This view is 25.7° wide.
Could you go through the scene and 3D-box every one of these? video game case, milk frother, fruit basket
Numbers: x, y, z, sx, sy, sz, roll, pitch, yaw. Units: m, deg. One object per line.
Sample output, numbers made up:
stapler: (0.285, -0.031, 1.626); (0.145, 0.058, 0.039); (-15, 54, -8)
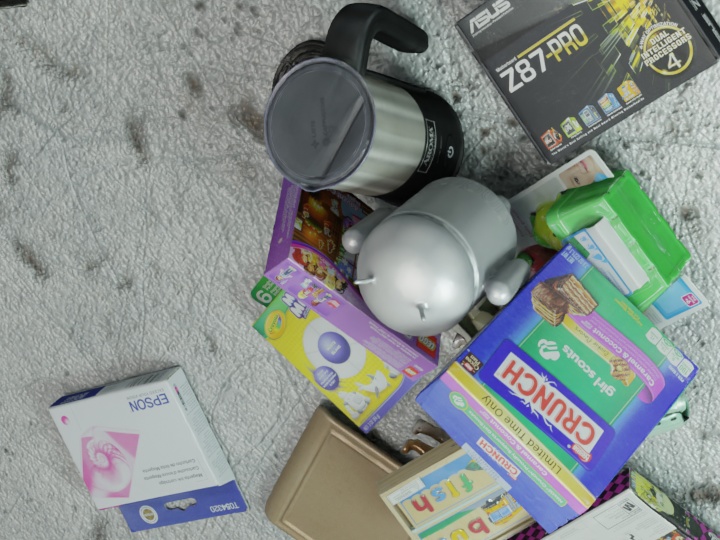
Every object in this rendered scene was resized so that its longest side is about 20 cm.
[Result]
video game case: (0.266, 0.302, 1.629); (0.181, 0.036, 0.200); (37, 128, -19)
milk frother: (-0.032, -0.149, 1.492); (0.199, 0.188, 0.182); (-9, 82, 28)
fruit basket: (0.204, 0.001, 1.509); (0.200, 0.094, 0.186); (-32, 98, 39)

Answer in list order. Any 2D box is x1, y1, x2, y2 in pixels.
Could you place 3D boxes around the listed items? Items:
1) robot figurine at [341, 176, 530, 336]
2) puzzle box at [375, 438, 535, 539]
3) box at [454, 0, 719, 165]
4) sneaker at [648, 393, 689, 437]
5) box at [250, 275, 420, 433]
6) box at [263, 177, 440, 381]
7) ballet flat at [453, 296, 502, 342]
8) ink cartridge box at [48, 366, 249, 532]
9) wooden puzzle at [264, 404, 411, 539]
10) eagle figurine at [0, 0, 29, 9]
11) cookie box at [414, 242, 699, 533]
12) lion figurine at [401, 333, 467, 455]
robot figurine: (0.069, -0.013, 1.433); (0.169, 0.200, 0.114); (17, 120, 22)
puzzle box: (0.132, 0.219, 1.622); (0.199, 0.025, 0.133); (-30, 121, 8)
box: (0.207, -0.211, 1.424); (0.199, 0.049, 0.162); (-30, 95, 36)
sneaker: (0.242, 0.119, 1.507); (0.118, 0.200, 0.074); (-21, 68, 29)
box: (-0.027, 0.066, 1.689); (0.200, 0.048, 0.117); (44, 126, 3)
box: (0.000, 0.000, 1.541); (0.200, 0.138, 0.039); (36, 131, -27)
ballet flat: (0.117, 0.040, 1.548); (0.069, 0.070, 0.200); (-25, 114, 34)
ink cartridge box: (-0.255, 0.226, 1.893); (0.195, 0.043, 0.201); (-16, 105, 32)
wooden puzzle: (0.000, 0.268, 1.789); (0.199, 0.037, 0.186); (37, 126, 12)
eagle figurine: (-0.424, -0.317, 1.655); (0.199, 0.151, 0.153); (-18, 96, 44)
cookie box: (0.177, 0.102, 1.405); (0.171, 0.200, 0.075); (44, 145, 4)
lion figurine: (0.122, 0.162, 1.647); (0.122, 0.073, 0.201); (25, 120, 7)
